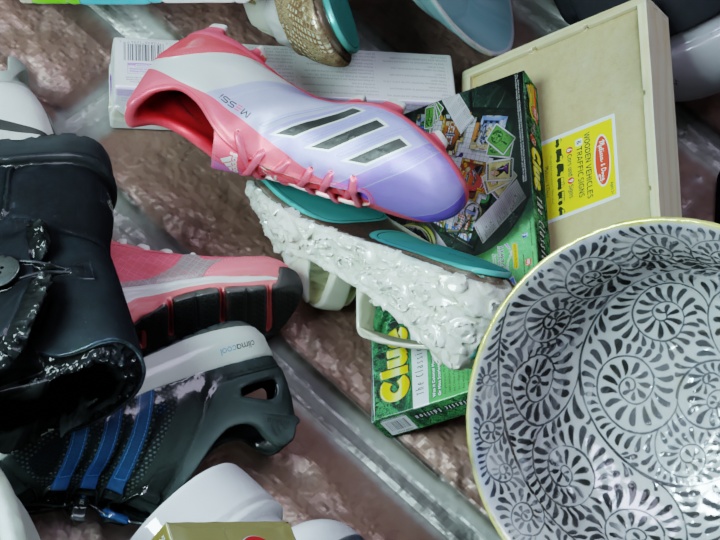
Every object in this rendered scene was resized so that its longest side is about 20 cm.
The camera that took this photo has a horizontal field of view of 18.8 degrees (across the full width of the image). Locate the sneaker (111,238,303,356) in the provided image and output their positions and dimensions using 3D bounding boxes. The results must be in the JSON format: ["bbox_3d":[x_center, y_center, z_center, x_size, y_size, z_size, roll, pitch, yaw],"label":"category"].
[{"bbox_3d":[-0.130,0.007,1.142,0.200,0.074,0.087,-9,56,-17],"label":"sneaker"}]

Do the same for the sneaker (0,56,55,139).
[{"bbox_3d":[-0.255,-0.053,1.159,0.200,0.074,0.089,-18,58,-22],"label":"sneaker"}]

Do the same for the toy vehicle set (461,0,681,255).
[{"bbox_3d":[0.115,-0.047,1.204,0.124,0.027,0.200,-20,52,30],"label":"toy vehicle set"}]

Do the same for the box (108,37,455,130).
[{"bbox_3d":[-0.046,-0.103,1.259,0.200,0.039,0.042,1,55,-11],"label":"box"}]

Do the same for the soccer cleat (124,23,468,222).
[{"bbox_3d":[-0.035,-0.066,1.162,0.200,0.067,0.076,30,58,26],"label":"soccer cleat"}]

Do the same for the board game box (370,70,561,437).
[{"bbox_3d":[0.053,-0.011,1.189,0.105,0.023,0.200,-17,52,21],"label":"board game box"}]

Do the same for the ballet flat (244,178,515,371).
[{"bbox_3d":[0.000,0.000,1.162,0.072,0.072,0.200,-29,37,-28],"label":"ballet flat"}]

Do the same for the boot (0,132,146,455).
[{"bbox_3d":[-0.207,0.014,1.050,0.200,0.077,0.168,-9,41,-3],"label":"boot"}]

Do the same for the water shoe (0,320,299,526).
[{"bbox_3d":[-0.123,0.095,1.080,0.200,0.072,0.079,-27,83,-15],"label":"water shoe"}]

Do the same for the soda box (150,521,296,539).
[{"bbox_3d":[-0.094,0.188,0.938,0.064,0.200,0.068,4,51,-37],"label":"soda box"}]

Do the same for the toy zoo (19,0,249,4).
[{"bbox_3d":[-0.093,-0.202,1.266,0.200,0.020,0.131,4,45,33],"label":"toy zoo"}]

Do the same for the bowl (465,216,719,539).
[{"bbox_3d":[0.160,0.072,1.072,0.201,0.201,0.094,36,14,14],"label":"bowl"}]

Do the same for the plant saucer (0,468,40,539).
[{"bbox_3d":[-0.172,0.178,0.949,0.050,0.200,0.200,12,50,-31],"label":"plant saucer"}]

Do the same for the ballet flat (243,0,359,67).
[{"bbox_3d":[-0.036,-0.167,1.272,0.065,0.071,0.200,-16,28,11],"label":"ballet flat"}]

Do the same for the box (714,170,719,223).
[{"bbox_3d":[0.304,0.006,1.202,0.198,0.123,0.200,13,54,-4],"label":"box"}]

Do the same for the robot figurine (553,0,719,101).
[{"bbox_3d":[0.174,-0.198,1.282,0.125,0.200,0.150,-29,19,-2],"label":"robot figurine"}]

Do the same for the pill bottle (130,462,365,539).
[{"bbox_3d":[-0.018,0.186,1.008,0.200,0.120,0.120,41,57,17],"label":"pill bottle"}]

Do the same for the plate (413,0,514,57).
[{"bbox_3d":[0.032,-0.212,1.290,0.026,0.200,0.200,-25,53,21],"label":"plate"}]
